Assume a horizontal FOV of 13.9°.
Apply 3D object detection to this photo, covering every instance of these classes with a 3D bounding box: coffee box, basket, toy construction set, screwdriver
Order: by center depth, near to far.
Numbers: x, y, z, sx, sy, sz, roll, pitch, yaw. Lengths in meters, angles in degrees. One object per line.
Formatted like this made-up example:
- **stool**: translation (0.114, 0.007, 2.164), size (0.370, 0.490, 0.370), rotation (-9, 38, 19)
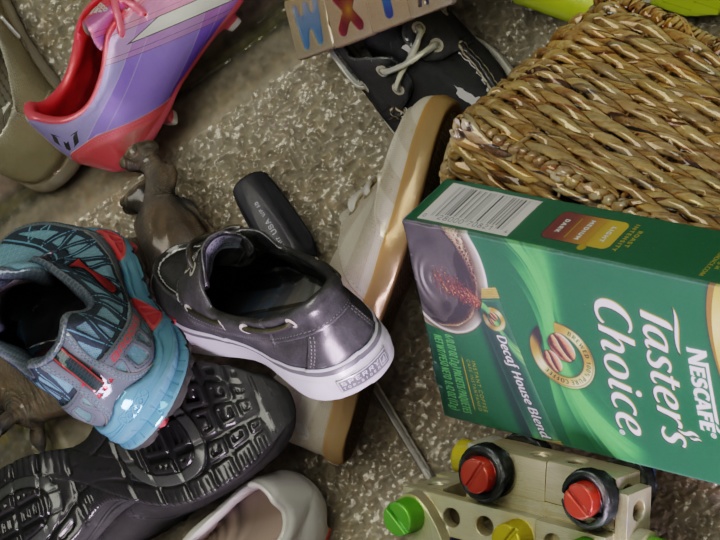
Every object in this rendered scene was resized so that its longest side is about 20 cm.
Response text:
- **coffee box**: translation (0.118, 0.031, 1.401), size (0.200, 0.123, 0.044), rotation (13, 40, 36)
- **toy construction set**: translation (0.095, 0.149, 1.458), size (0.200, 0.092, 0.131), rotation (7, 104, 23)
- **basket**: translation (0.154, -0.020, 1.479), size (0.200, 0.143, 0.149), rotation (29, 47, 22)
- **screwdriver**: translation (-0.008, 0.028, 1.580), size (0.029, 0.028, 0.200), rotation (-31, 72, -17)

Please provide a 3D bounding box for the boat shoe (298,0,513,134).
- **boat shoe**: translation (0.020, -0.125, 1.576), size (0.074, 0.060, 0.200), rotation (-38, 67, 12)

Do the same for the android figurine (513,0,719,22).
- **android figurine**: translation (0.134, -0.193, 1.493), size (0.200, 0.182, 0.041), rotation (20, 48, 3)

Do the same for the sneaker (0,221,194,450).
- **sneaker**: translation (-0.156, 0.013, 1.510), size (0.079, 0.096, 0.200), rotation (-56, 33, 4)

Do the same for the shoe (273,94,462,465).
- **shoe**: translation (0.000, 0.000, 1.528), size (0.053, 0.070, 0.200), rotation (21, 96, 14)

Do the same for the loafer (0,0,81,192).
- **loafer**: translation (-0.229, -0.128, 1.680), size (0.076, 0.068, 0.200), rotation (-48, 65, 7)

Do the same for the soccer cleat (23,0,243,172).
- **soccer cleat**: translation (-0.110, -0.148, 1.621), size (0.200, 0.076, 0.067), rotation (-60, 36, 5)

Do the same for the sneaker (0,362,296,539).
- **sneaker**: translation (-0.109, 0.103, 1.557), size (0.200, 0.091, 0.076), rotation (-25, 73, 30)

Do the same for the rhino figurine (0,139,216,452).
- **rhino figurine**: translation (-0.155, 0.028, 1.620), size (0.200, 0.060, 0.087), rotation (-45, 63, 10)

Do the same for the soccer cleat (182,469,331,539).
- **soccer cleat**: translation (-0.091, 0.187, 1.546), size (0.069, 0.078, 0.200), rotation (36, 94, 26)

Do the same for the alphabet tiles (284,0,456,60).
- **alphabet tiles**: translation (0.008, -0.209, 1.508), size (0.200, 0.008, 0.167), rotation (-15, 87, 52)

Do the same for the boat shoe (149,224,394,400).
- **boat shoe**: translation (-0.057, 0.009, 1.482), size (0.070, 0.066, 0.200), rotation (-37, 29, -14)
